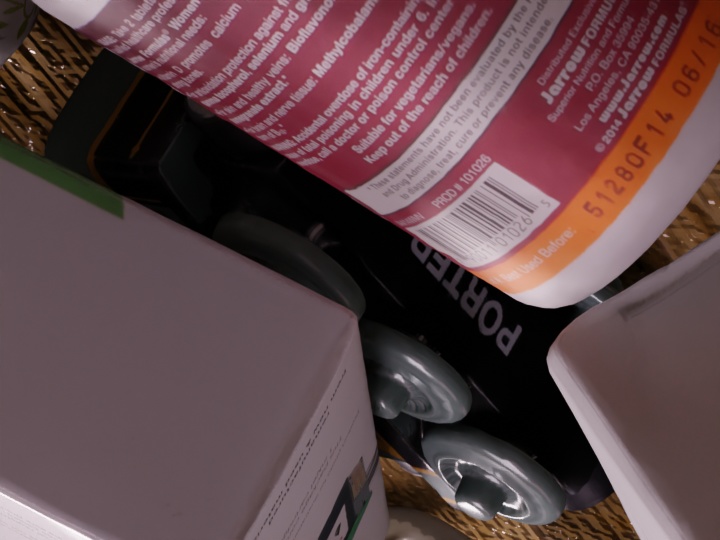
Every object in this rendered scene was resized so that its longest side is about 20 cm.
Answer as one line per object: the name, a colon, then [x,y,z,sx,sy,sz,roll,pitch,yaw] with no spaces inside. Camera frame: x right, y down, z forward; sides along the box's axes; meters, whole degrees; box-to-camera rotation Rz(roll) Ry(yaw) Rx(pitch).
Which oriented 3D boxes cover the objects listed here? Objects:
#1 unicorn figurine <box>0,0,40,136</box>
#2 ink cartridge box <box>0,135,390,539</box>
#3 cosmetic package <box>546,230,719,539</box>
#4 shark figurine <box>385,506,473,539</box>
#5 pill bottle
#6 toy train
unicorn figurine: [-0.133,-0.060,0.850,0.137,0.074,0.200,26,151,-11]
ink cartridge box: [-0.074,0.047,0.829,0.146,0.085,0.200,26,164,11]
cosmetic package: [0.173,0.078,0.699,0.167,0.167,0.200,55,177,41]
shark figurine: [0.004,0.123,1.094,0.089,0.129,0.214,13,145,-41]
pill bottle: [-0.010,-0.085,0.681,0.199,0.110,0.109,31,151,-15]
toy train: [0.000,0.000,0.860,0.114,0.085,0.200,12,154,45]
